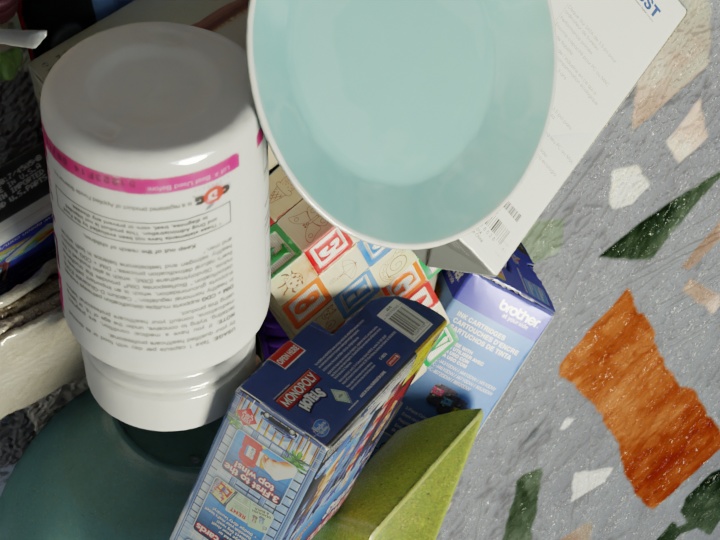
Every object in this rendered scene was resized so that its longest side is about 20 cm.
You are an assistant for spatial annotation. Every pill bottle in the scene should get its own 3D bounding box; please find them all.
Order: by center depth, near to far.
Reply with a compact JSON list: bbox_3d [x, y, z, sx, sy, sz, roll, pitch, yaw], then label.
[{"bbox_3d":[-0.103,-0.018,1.163,0.113,0.113,0.201,-27,139,-27],"label":"pill bottle"}]

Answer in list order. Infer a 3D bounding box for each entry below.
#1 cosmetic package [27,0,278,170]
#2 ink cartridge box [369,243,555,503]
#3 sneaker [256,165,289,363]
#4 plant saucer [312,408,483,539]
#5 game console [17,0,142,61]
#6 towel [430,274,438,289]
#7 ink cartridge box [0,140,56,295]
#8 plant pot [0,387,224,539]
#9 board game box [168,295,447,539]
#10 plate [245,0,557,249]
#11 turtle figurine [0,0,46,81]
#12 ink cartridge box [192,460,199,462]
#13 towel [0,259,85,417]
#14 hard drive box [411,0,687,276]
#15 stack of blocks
[{"bbox_3d":[-0.078,-0.111,1.276,0.199,0.087,0.104,-35,147,-18],"label":"cosmetic package"},{"bbox_3d":[0.064,0.043,1.589,0.076,0.137,0.201,29,106,-17],"label":"ink cartridge box"},{"bbox_3d":[-0.032,0.012,1.476,0.069,0.099,0.201,-37,152,-23],"label":"sneaker"},{"bbox_3d":[0.000,0.199,1.487,0.200,0.048,0.201,-41,154,-59],"label":"plant saucer"},{"bbox_3d":[-0.105,-0.161,1.292,0.199,0.031,0.177,-34,144,-18],"label":"game console"},{"bbox_3d":[0.017,-0.065,1.473,0.200,0.034,0.133,56,42,-55],"label":"towel"},{"bbox_3d":[-0.251,0.020,1.282,0.197,0.047,0.200,-35,173,-19],"label":"ink cartridge box"},{"bbox_3d":[-0.125,0.139,1.415,0.199,0.200,0.135,-18,144,-36],"label":"plant pot"},{"bbox_3d":[-0.048,0.123,1.292,0.201,0.061,0.200,-61,171,27],"label":"board game box"},{"bbox_3d":[0.019,-0.111,1.143,0.199,0.026,0.202,0,90,-36],"label":"plate"},{"bbox_3d":[-0.181,-0.135,1.107,0.144,0.199,0.194,-63,-175,-35],"label":"turtle figurine"},{"bbox_3d":[-0.102,0.212,1.615,0.197,0.044,0.201,-12,136,-10],"label":"ink cartridge box"},{"bbox_3d":[-0.169,0.030,1.323,0.199,0.035,0.133,-25,163,-37],"label":"towel"},{"bbox_3d":[0.065,-0.123,1.236,0.156,0.077,0.200,46,72,-26],"label":"hard drive box"},{"bbox_3d":[0.000,0.000,1.359,0.115,0.059,0.200,-40,148,-6],"label":"stack of blocks"}]
